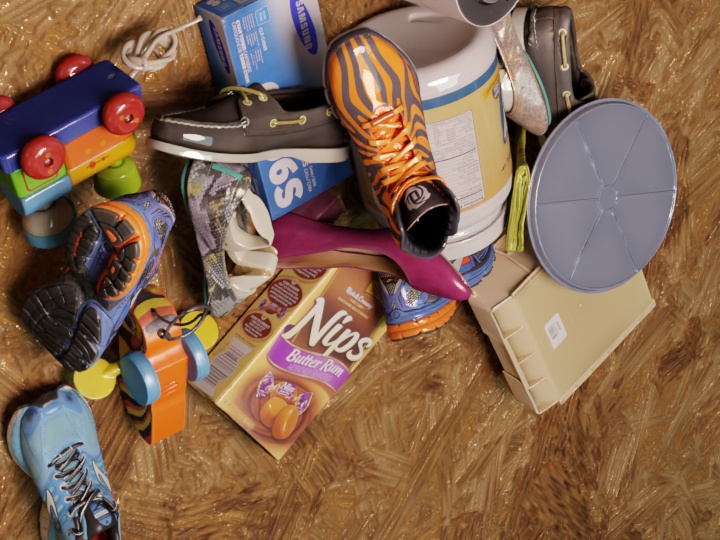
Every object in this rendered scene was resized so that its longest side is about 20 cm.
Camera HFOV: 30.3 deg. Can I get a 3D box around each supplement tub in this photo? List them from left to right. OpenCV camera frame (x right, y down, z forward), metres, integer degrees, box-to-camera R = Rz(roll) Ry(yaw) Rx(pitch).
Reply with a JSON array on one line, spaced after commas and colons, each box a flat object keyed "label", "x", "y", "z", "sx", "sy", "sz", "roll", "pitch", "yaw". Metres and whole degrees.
[{"label": "supplement tub", "x": 0.061, "y": -0.123, "z": 1.206, "sx": 0.145, "sy": 0.145, "sz": 0.200, "roll": -33, "pitch": 131, "yaw": -25}]

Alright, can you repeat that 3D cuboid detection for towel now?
[{"label": "towel", "x": 0.157, "y": -0.092, "z": 1.306, "sx": 0.200, "sy": 0.018, "sz": 0.086, "roll": -73, "pitch": 170, "yaw": -67}]

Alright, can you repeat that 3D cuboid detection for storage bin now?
[{"label": "storage bin", "x": 0.211, "y": 0.022, "z": 1.461, "sx": 0.199, "sy": 0.094, "sz": 0.200, "roll": -43, "pitch": 135, "yaw": -15}]

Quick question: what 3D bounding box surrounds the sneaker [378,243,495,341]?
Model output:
[{"label": "sneaker", "x": 0.075, "y": -0.011, "z": 1.297, "sx": 0.200, "sy": 0.075, "sz": 0.079, "roll": -52, "pitch": 126, "yaw": -54}]

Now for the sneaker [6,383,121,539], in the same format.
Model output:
[{"label": "sneaker", "x": -0.238, "y": 0.185, "z": 1.140, "sx": 0.078, "sy": 0.090, "sz": 0.200, "roll": -30, "pitch": 129, "yaw": -28}]

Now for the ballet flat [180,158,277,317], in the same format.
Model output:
[{"label": "ballet flat", "x": -0.105, "y": -0.019, "z": 1.123, "sx": 0.072, "sy": 0.072, "sz": 0.200, "roll": -37, "pitch": 151, "yaw": -22}]

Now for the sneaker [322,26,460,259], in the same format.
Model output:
[{"label": "sneaker", "x": 0.035, "y": -0.094, "z": 1.059, "sx": 0.077, "sy": 0.112, "sz": 0.200, "roll": -26, "pitch": 127, "yaw": 1}]

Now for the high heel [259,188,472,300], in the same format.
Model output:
[{"label": "high heel", "x": 0.000, "y": 0.000, "z": 1.183, "sx": 0.096, "sy": 0.200, "sz": 0.067, "roll": -52, "pitch": 149, "yaw": -14}]

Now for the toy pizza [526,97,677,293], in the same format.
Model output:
[{"label": "toy pizza", "x": 0.243, "y": -0.076, "z": 1.355, "sx": 0.200, "sy": 0.032, "sz": 0.201, "roll": -8, "pitch": 105, "yaw": -31}]

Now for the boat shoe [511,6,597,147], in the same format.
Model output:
[{"label": "boat shoe", "x": 0.206, "y": -0.181, "z": 1.345, "sx": 0.201, "sy": 0.060, "sz": 0.072, "roll": 62, "pitch": 35, "yaw": -42}]

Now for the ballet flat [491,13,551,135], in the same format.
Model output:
[{"label": "ballet flat", "x": 0.118, "y": -0.208, "z": 1.259, "sx": 0.067, "sy": 0.068, "sz": 0.200, "roll": -31, "pitch": 111, "yaw": -20}]

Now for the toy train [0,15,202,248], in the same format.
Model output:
[{"label": "toy train", "x": -0.193, "y": -0.106, "z": 1.035, "sx": 0.200, "sy": 0.085, "sz": 0.116, "roll": -33, "pitch": 141, "yaw": -25}]

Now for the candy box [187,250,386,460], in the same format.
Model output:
[{"label": "candy box", "x": -0.057, "y": 0.068, "z": 1.267, "sx": 0.200, "sy": 0.056, "sz": 0.117, "roll": -51, "pitch": 136, "yaw": -11}]

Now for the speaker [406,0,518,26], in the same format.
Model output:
[{"label": "speaker", "x": 0.039, "y": -0.258, "z": 1.070, "sx": 0.081, "sy": 0.200, "sz": 0.081, "roll": -22, "pitch": 126, "yaw": -33}]

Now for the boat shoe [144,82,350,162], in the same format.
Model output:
[{"label": "boat shoe", "x": -0.086, "y": -0.122, "z": 1.069, "sx": 0.201, "sy": 0.072, "sz": 0.061, "roll": -6, "pitch": 114, "yaw": -46}]

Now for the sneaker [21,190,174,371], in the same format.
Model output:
[{"label": "sneaker", "x": -0.198, "y": 0.010, "z": 1.040, "sx": 0.200, "sy": 0.075, "sz": 0.078, "roll": -46, "pitch": 176, "yaw": 42}]

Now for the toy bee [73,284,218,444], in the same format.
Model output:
[{"label": "toy bee", "x": -0.175, "y": 0.054, "z": 1.135, "sx": 0.131, "sy": 0.109, "sz": 0.200, "roll": -9, "pitch": 143, "yaw": -48}]

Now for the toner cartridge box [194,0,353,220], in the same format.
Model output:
[{"label": "toner cartridge box", "x": -0.071, "y": -0.151, "z": 1.143, "sx": 0.095, "sy": 0.043, "sz": 0.200, "roll": -33, "pitch": 131, "yaw": -25}]
